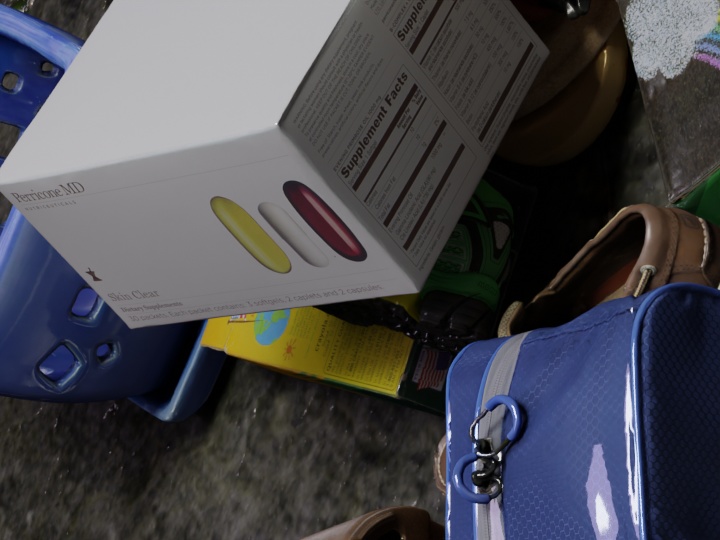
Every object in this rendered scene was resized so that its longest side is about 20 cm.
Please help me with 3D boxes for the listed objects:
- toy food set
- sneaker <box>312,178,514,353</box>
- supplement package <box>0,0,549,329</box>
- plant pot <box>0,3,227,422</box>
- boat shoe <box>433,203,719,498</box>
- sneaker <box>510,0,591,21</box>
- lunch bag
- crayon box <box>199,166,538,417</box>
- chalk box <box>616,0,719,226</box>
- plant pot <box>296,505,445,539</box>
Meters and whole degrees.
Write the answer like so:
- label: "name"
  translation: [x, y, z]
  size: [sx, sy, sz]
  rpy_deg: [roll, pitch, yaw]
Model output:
- label: "toy food set"
  translation: [0.093, -0.162, 1.282]
  size: [0.198, 0.049, 0.200]
  rpy_deg: [-63, 34, 9]
- label: "sneaker"
  translation: [0.005, -0.018, 1.226]
  size: [0.200, 0.078, 0.085]
  rpy_deg: [15, 77, 47]
- label: "supplement package"
  translation: [-0.043, -0.072, 1.166]
  size: [0.200, 0.111, 0.156]
  rpy_deg: [-9, 42, 45]
- label: "plant pot"
  translation: [-0.163, -0.027, 1.446]
  size: [0.200, 0.180, 0.200]
  rpy_deg: [27, 95, 55]
- label: "boat shoe"
  translation: [0.090, 0.037, 1.155]
  size: [0.202, 0.075, 0.075]
  rpy_deg: [-48, 39, 28]
- label: "sneaker"
  translation: [0.064, -0.161, 1.208]
  size: [0.200, 0.071, 0.098]
  rpy_deg: [-23, 55, 51]
- label: "lunch bag"
  translation: [0.121, 0.090, 0.974]
  size: [0.132, 0.200, 0.136]
  rpy_deg: [-22, 61, 51]
- label: "crayon box"
  translation: [0.000, 0.000, 1.321]
  size: [0.200, 0.051, 0.127]
  rpy_deg: [12, 82, 55]
- label: "chalk box"
  translation: [0.223, -0.107, 1.008]
  size: [0.200, 0.124, 0.125]
  rpy_deg: [-40, 42, 34]
- label: "plant pot"
  translation: [-0.030, 0.212, 1.143]
  size: [0.198, 0.200, 0.200]
  rpy_deg: [-29, 50, 33]
